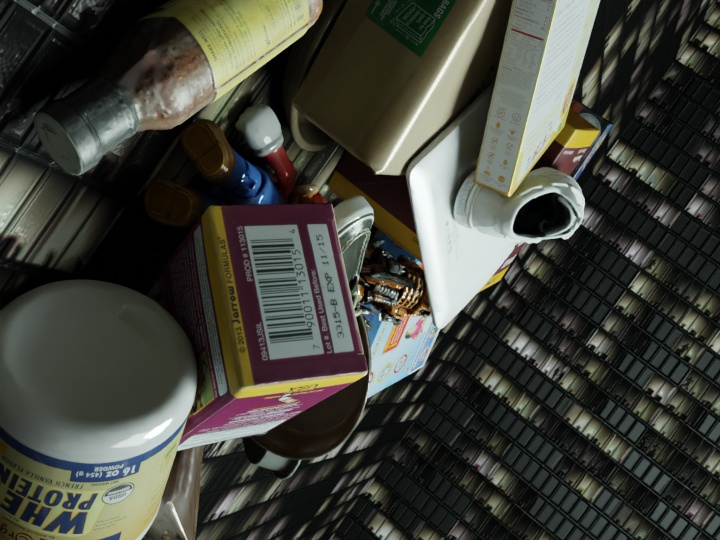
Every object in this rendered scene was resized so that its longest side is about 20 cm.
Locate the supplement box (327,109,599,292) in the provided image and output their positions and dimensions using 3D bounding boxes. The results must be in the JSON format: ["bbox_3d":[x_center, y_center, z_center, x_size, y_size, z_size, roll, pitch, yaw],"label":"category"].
[{"bbox_3d":[0.109,-0.118,0.983,0.202,0.196,0.132,-57,164,20],"label":"supplement box"}]

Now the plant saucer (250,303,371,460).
[{"bbox_3d":[-0.063,0.074,0.872,0.032,0.200,0.202,-12,138,-53],"label":"plant saucer"}]

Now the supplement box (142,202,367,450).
[{"bbox_3d":[-0.091,0.049,0.703,0.101,0.133,0.200,-4,162,-31],"label":"supplement box"}]

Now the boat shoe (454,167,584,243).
[{"bbox_3d":[0.162,-0.055,0.828,0.198,0.068,0.073,6,109,-54],"label":"boat shoe"}]

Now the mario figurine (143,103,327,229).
[{"bbox_3d":[-0.101,-0.059,0.756,0.121,0.108,0.199,-19,162,18],"label":"mario figurine"}]

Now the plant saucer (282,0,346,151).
[{"bbox_3d":[-0.003,-0.195,0.795,0.200,0.029,0.201,-48,164,-19],"label":"plant saucer"}]

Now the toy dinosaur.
[{"bbox_3d":[0.000,0.000,0.923,0.103,0.199,0.136,-52,180,-8],"label":"toy dinosaur"}]

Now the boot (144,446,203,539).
[{"bbox_3d":[-0.166,0.182,0.852,0.188,0.063,0.203,91,-6,-50],"label":"boot"}]

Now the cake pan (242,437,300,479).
[{"bbox_3d":[-0.091,0.120,1.000,0.200,0.036,0.205,-171,-90,-70],"label":"cake pan"}]

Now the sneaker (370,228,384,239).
[{"bbox_3d":[0.025,0.012,1.185,0.202,0.078,0.074,-58,176,-27],"label":"sneaker"}]

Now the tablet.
[{"bbox_3d":[0.095,-0.052,0.815,0.130,0.014,0.202,-45,144,-25],"label":"tablet"}]

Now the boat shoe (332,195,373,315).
[{"bbox_3d":[-0.028,0.024,0.776,0.070,0.064,0.201,-24,153,-42],"label":"boat shoe"}]

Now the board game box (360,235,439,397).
[{"bbox_3d":[0.046,0.047,1.119,0.195,0.055,0.203,-18,135,-56],"label":"board game box"}]

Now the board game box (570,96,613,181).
[{"bbox_3d":[0.166,-0.164,1.049,0.137,0.199,0.034,-58,164,19],"label":"board game box"}]

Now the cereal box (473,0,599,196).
[{"bbox_3d":[0.149,-0.179,0.734,0.144,0.039,0.203,-46,152,-46],"label":"cereal box"}]

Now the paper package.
[{"bbox_3d":[0.059,-0.183,0.759,0.202,0.103,0.190,-57,165,15],"label":"paper package"}]

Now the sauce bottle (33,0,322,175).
[{"bbox_3d":[-0.105,-0.130,0.555,0.200,0.066,0.066,-44,163,-33],"label":"sauce bottle"}]

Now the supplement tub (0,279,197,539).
[{"bbox_3d":[-0.203,0.123,0.662,0.144,0.144,0.202,-36,158,-47],"label":"supplement tub"}]
